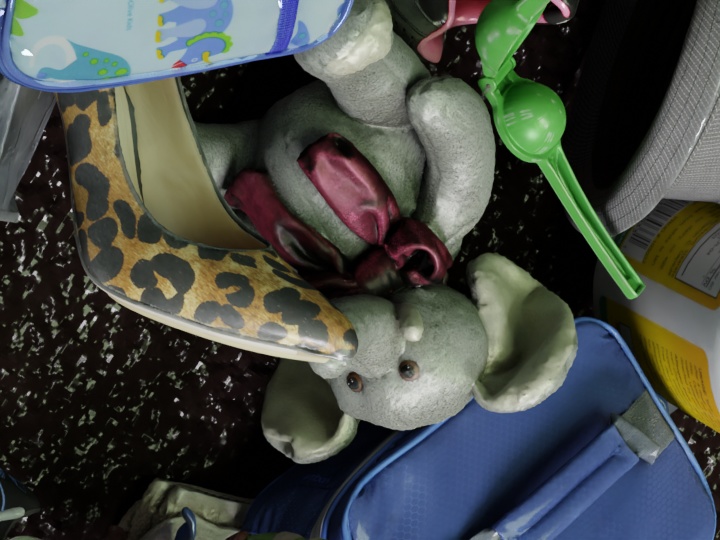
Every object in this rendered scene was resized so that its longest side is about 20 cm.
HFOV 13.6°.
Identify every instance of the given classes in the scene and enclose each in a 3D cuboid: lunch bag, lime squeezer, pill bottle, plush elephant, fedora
[{"bbox_3d":[0.064,0.113,1.360,0.200,0.132,0.136,-38,101,-26],"label":"lunch bag"},{"bbox_3d":[0.084,-0.078,1.270,0.038,0.070,0.201,-69,158,-50],"label":"lime squeezer"},{"bbox_3d":[-0.068,-0.169,1.117,0.160,0.083,0.201,-8,128,-26],"label":"lunch bag"},{"bbox_3d":[0.192,0.026,1.362,0.112,0.200,0.114,-4,103,-19],"label":"pill bottle"},{"bbox_3d":[0.000,0.000,1.286,0.164,0.156,0.200,-25,155,24],"label":"plush elephant"},{"bbox_3d":[0.165,-0.089,1.347,0.090,0.200,0.178,18,71,-8],"label":"fedora"}]

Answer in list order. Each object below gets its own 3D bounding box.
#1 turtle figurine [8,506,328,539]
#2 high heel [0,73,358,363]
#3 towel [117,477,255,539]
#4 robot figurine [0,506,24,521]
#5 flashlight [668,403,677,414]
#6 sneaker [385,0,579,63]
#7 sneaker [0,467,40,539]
[{"bbox_3d":[-0.067,0.174,1.236,0.144,0.201,0.194,-33,157,27],"label":"turtle figurine"},{"bbox_3d":[-0.066,-0.057,1.200,0.071,0.199,0.143,0,115,-66],"label":"high heel"},{"bbox_3d":[-0.082,0.198,1.402,0.132,0.034,0.201,15,100,-41],"label":"towel"},{"bbox_3d":[-0.232,0.088,1.161,0.199,0.113,0.170,25,107,-21],"label":"robot figurine"},{"bbox_3d":[0.116,0.078,1.486,0.068,0.068,0.200,42,81,-15],"label":"flashlight"},{"bbox_3d":[0.079,-0.148,1.325,0.199,0.096,0.079,-25,152,-24],"label":"sneaker"},{"bbox_3d":[-0.200,0.169,1.273,0.078,0.070,0.201,21,94,-34],"label":"sneaker"}]
